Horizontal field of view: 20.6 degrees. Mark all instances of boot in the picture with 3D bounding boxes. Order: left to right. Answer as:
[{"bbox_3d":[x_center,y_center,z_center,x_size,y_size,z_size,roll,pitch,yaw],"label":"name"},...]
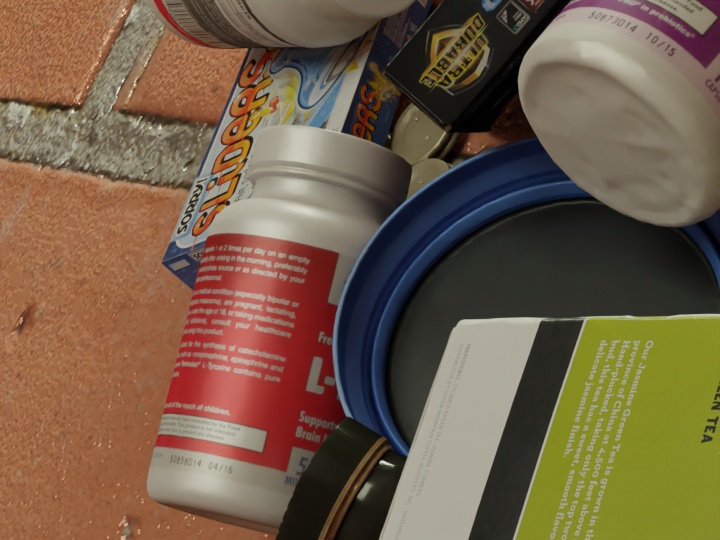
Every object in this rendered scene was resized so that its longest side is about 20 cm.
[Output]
[{"bbox_3d":[0.024,0.172,0.903,0.078,0.138,0.200,-51,-17,-35],"label":"boot"}]

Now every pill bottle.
[{"bbox_3d":[-0.043,-0.187,1.165,0.200,0.110,0.111,10,71,58],"label":"pill bottle"},{"bbox_3d":[-0.035,0.033,1.022,0.112,0.112,0.201,1,74,50],"label":"pill bottle"},{"bbox_3d":[0.171,-0.124,0.906,0.200,0.112,0.112,-49,31,-22],"label":"pill bottle"}]

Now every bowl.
[{"bbox_3d":[0.085,0.026,0.928,0.200,0.039,0.201,-14,50,17],"label":"bowl"}]

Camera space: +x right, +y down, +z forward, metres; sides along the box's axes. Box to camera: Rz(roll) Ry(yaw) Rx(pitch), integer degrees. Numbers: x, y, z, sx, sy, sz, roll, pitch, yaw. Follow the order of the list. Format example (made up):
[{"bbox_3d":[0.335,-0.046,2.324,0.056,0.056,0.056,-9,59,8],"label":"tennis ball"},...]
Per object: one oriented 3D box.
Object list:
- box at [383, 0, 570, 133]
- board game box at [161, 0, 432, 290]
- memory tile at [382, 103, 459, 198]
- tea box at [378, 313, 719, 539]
[{"bbox_3d":[0.102,-0.158,1.002,0.200,0.050,0.198,-50,-5,8],"label":"box"},{"bbox_3d":[-0.035,-0.089,1.191,0.135,0.034,0.201,-21,39,40],"label":"board game box"},{"bbox_3d":[0.000,0.000,1.123,0.153,0.017,0.201,-27,45,35],"label":"memory tile"},{"bbox_3d":[0.142,0.117,0.703,0.196,0.200,0.134,-1,62,48],"label":"tea box"}]
